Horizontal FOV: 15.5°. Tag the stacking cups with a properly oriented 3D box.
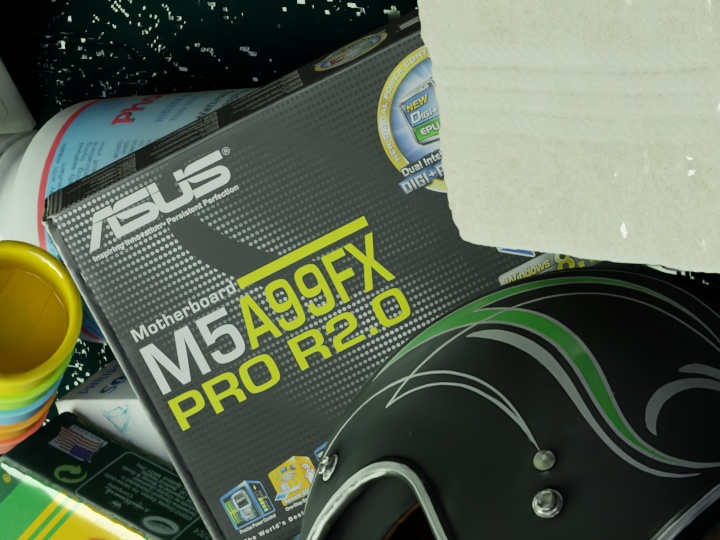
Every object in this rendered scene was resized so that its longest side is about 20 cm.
[{"bbox_3d":[-0.151,0.044,1.138,0.061,0.060,0.200,45,163,7],"label":"stacking cups"}]

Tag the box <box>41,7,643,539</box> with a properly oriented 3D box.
[{"bbox_3d":[0.000,0.000,1.031,0.200,0.044,0.161,-26,106,1],"label":"box"}]

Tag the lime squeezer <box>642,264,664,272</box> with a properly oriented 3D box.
[{"bbox_3d":[0.090,-0.038,1.075,0.071,0.038,0.200,-31,92,38],"label":"lime squeezer"}]

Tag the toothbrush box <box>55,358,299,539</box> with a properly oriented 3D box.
[{"bbox_3d":[-0.019,0.105,1.180,0.199,0.085,0.147,-1,112,34],"label":"toothbrush box"}]

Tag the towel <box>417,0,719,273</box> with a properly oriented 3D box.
[{"bbox_3d":[0.083,-0.069,0.889,0.200,0.034,0.133,10,111,59],"label":"towel"}]

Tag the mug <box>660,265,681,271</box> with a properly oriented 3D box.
[{"bbox_3d":[0.138,-0.106,0.961,0.200,0.147,0.176,-4,106,66],"label":"mug"}]

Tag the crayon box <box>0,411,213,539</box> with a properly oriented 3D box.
[{"bbox_3d":[-0.107,0.178,1.187,0.127,0.051,0.201,24,125,22],"label":"crayon box"}]

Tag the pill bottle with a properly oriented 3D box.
[{"bbox_3d":[-0.078,-0.023,1.143,0.199,0.109,0.109,-1,111,32],"label":"pill bottle"}]

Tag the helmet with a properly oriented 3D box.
[{"bbox_3d":[0.081,0.093,0.946,0.191,0.200,0.201,30,129,49],"label":"helmet"}]

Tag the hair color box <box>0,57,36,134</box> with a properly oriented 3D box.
[{"bbox_3d":[-0.213,-0.080,1.142,0.060,0.100,0.200,30,165,17],"label":"hair color box"}]
